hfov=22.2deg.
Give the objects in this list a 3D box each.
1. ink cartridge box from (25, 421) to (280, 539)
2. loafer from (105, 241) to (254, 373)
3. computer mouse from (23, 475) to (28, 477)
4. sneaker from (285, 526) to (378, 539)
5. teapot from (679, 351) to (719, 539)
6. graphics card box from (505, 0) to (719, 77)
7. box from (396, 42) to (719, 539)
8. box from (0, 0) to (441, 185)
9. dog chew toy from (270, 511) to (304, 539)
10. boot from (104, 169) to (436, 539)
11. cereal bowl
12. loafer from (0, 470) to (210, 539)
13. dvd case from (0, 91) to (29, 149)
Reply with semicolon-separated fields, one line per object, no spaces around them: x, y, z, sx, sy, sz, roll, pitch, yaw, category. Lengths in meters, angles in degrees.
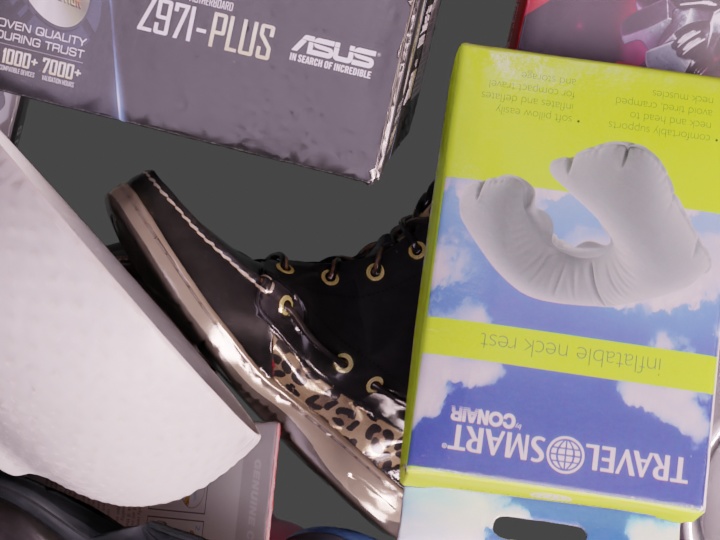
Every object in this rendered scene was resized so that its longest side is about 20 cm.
-0.094;0.163;0.802;0.175;0.045;0.202;-1;79;41;ink cartridge box
-0.136;0.032;0.831;0.198;0.071;0.074;-9;100;-8;loafer
-0.170;0.156;0.808;0.199;0.046;0.141;30;87;33;computer mouse
0.037;0.160;0.825;0.199;0.079;0.066;35;121;-25;sneaker
0.190;0.094;0.786;0.195;0.146;0.202;11;102;4;teapot
0.165;-0.098;0.801;0.198;0.051;0.127;13;101;2;graphics card box
0.084;0.016;0.741;0.121;0.048;0.202;7;76;1;box
-0.053;-0.106;0.744;0.162;0.200;0.087;14;101;3;box
-0.038;0.210;0.847;0.123;0.125;0.202;-10;87;7;dog chew toy
0.000;0.000;0.801;0.151;0.073;0.200;-43;102;-7;boot
-0.131;0.016;0.700;0.083;0.200;0.200;-41;94;-5;cereal bowl
-0.117;0.126;0.723;0.198;0.073;0.073;13;77;31;loafer
-0.239;-0.051;0.862;0.149;0.025;0.202;17;102;2;dvd case
